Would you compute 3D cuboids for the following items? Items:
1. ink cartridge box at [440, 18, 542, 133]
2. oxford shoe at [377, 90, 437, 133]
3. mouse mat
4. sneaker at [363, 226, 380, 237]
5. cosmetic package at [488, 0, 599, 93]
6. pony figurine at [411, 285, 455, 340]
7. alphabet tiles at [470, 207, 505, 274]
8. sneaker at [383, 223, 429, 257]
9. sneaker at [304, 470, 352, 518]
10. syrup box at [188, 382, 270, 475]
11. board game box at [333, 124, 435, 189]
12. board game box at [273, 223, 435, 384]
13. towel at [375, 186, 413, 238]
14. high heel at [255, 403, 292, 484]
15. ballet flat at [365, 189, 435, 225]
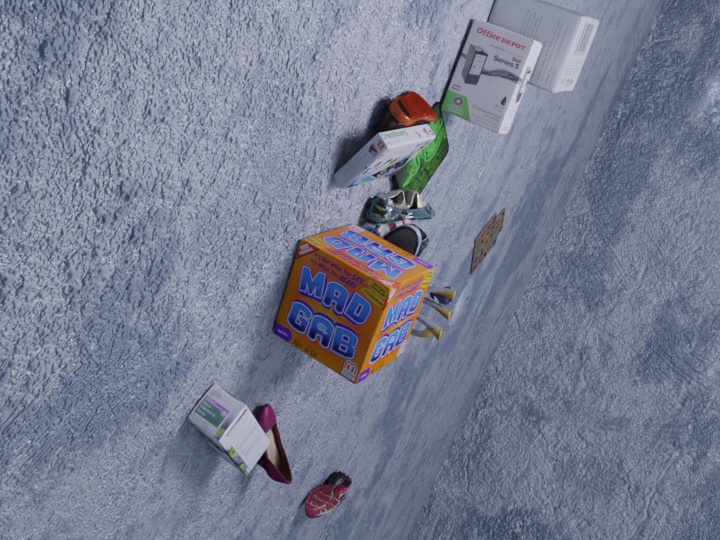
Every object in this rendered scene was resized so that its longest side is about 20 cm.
[{"bbox_3d":[0.278,-0.413,1.650,0.084,0.144,0.203,-20,133,-64],"label":"ink cartridge box"},{"bbox_3d":[0.088,-0.297,1.501,0.072,0.072,0.199,-41,172,28],"label":"oxford shoe"},{"bbox_3d":[0.134,-0.245,1.681,0.201,0.007,0.162,-57,150,-21],"label":"mouse mat"},{"bbox_3d":[0.000,0.000,1.631,0.078,0.069,0.203,-68,173,-75],"label":"sneaker"},{"bbox_3d":[0.394,-0.510,1.726,0.164,0.198,0.167,-22,135,-57],"label":"cosmetic package"},{"bbox_3d":[0.119,0.059,1.812,0.167,0.197,0.195,70,40,-68],"label":"pony figurine"},{"bbox_3d":[0.409,-0.105,2.470,0.200,0.007,0.168,-49,154,-31],"label":"alphabet tiles"},{"bbox_3d":[0.102,-0.066,1.648,0.146,0.077,0.203,-48,174,-35],"label":"sneaker"},{"bbox_3d":[-0.087,0.627,2.114,0.199,0.080,0.076,-19,134,-60],"label":"sneaker"},{"bbox_3d":[-0.236,0.293,1.413,0.082,0.078,0.201,-52,156,-21],"label":"syrup box"},{"bbox_3d":[0.048,-0.215,1.446,0.126,0.035,0.199,-39,173,33],"label":"board game box"},{"bbox_3d":[-0.011,0.056,1.477,0.199,0.198,0.202,-21,135,-59],"label":"board game box"},{"bbox_3d":[0.069,-0.084,1.732,0.201,0.023,0.144,-58,157,-12],"label":"towel"},{"bbox_3d":[-0.173,0.359,1.601,0.067,0.095,0.202,-44,151,-37],"label":"high heel"},{"bbox_3d":[0.093,-0.137,1.629,0.198,0.074,0.075,-12,128,-47],"label":"ballet flat"}]
